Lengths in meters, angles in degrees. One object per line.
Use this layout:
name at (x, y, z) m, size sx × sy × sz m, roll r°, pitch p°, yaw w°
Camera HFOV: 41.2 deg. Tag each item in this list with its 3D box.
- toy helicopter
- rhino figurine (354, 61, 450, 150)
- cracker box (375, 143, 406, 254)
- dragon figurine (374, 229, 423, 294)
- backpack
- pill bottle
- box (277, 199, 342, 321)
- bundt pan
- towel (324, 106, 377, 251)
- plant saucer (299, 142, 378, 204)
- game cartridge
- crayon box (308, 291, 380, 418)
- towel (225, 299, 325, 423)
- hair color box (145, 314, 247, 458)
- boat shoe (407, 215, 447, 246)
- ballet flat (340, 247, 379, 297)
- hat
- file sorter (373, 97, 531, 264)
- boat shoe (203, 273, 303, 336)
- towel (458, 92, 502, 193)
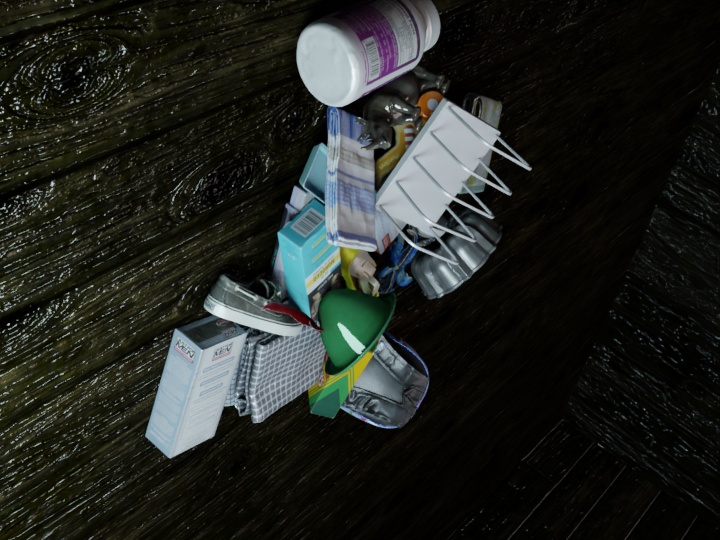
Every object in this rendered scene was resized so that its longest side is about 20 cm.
toy helicopter at (0.079, -0.186, 1.537) m, size 0.199 × 0.133 × 0.079 m, roll -35°, pitch -174°, yaw -4°
rhino figurine at (0.052, -0.241, 1.417) m, size 0.201 × 0.086 × 0.060 m, roll -54°, pitch 159°, yaw -30°
cracker box at (0.066, -0.143, 1.625) m, size 0.201 × 0.057 × 0.134 m, roll -50°, pitch 156°, yaw -16°
dragon figurine at (0.066, -0.009, 1.720) m, size 0.200 × 0.058 × 0.101 m, roll 146°, pitch -36°, yaw -70°
backpack at (0.034, 0.206, 1.835) m, size 0.202 × 0.189 × 0.154 m, roll -58°, pitch 172°, yaw 5°
pill bottle at (0.017, -0.303, 1.273) m, size 0.199 × 0.112 × 0.114 m, roll -35°, pitch 148°, yaw -39°
box at (-0.073, -0.009, 1.463) m, size 0.082 × 0.049 × 0.201 m, roll -44°, pitch 153°, yaw -25°
bundt pan at (0.174, -0.043, 1.844) m, size 0.202 × 0.076 × 0.202 m, roll -43°, pitch -166°, yaw 13°
towel at (-0.010, -0.131, 1.416) m, size 0.146 × 0.023 × 0.204 m, roll 10°, pitch 79°, yaw -63°
plant saucer at (-0.030, -0.122, 1.441) m, size 0.200 × 0.019 × 0.071 m, roll 34°, pitch 77°, yaw -56°
game cartridge at (-0.081, -0.056, 1.489) m, size 0.129 × 0.038 × 0.203 m, roll -21°, pitch 139°, yaw -46°
crayon box at (-0.034, 0.141, 1.670) m, size 0.050 × 0.128 × 0.202 m, roll 16°, pitch 124°, yaw -21°
towel at (-0.130, 0.140, 1.573) m, size 0.199 × 0.085 × 0.168 m, roll -30°, pitch 144°, yaw -45°
hair color box at (-0.245, 0.170, 1.423) m, size 0.098 × 0.060 × 0.202 m, roll -20°, pitch 138°, yaw -53°
boat shoe at (0.115, -0.075, 1.762) m, size 0.067 × 0.070 × 0.200 m, roll -53°, pitch 179°, yaw 13°
ballet flat at (0.000, 0.000, 1.665) m, size 0.067 × 0.067 × 0.201 m, roll -49°, pitch 155°, yaw -19°
hat at (-0.057, 0.047, 1.482) m, size 0.167 × 0.175 × 0.200 m, roll -52°, pitch -167°, yaw -11°
file sorter at (0.141, -0.128, 1.468) m, size 0.138 × 0.125 × 0.201 m, roll 19°, pitch 115°, yaw -43°
boat shoe at (-0.145, 0.050, 1.429) m, size 0.199 × 0.070 × 0.064 m, roll 18°, pitch 101°, yaw -54°
towel at (0.207, -0.227, 1.726) m, size 0.200 × 0.047 × 0.174 m, roll -17°, pitch 123°, yaw -70°
